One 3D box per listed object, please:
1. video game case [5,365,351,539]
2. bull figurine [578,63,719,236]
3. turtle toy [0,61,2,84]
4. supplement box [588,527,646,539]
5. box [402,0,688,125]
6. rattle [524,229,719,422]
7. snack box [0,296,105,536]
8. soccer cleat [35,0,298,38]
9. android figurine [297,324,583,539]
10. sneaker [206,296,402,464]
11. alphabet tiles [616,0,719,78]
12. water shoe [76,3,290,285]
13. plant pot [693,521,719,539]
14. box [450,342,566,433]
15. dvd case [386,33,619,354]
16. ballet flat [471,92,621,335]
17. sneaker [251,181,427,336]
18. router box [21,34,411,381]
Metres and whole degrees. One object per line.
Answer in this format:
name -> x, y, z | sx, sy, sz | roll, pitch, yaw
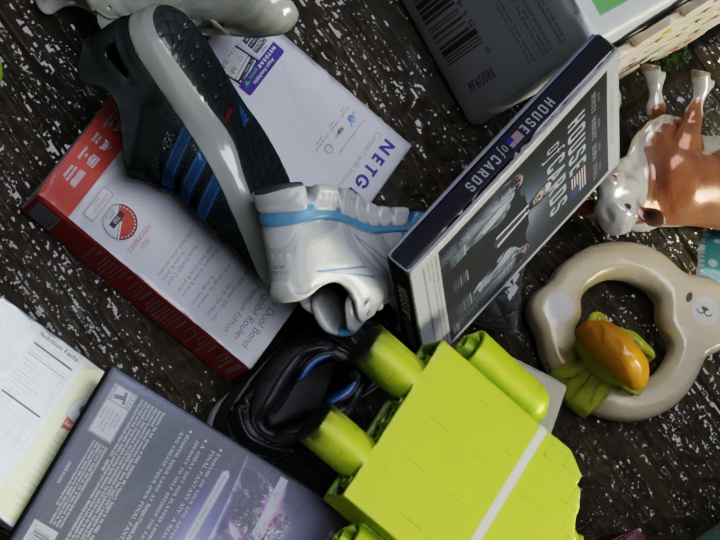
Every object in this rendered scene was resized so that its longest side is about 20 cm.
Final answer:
video game case -> -0.107, 0.172, 1.489 | 0.199, 0.019, 0.143 | 33, 80, -15
bull figurine -> 0.239, -0.076, 1.687 | 0.199, 0.065, 0.122 | 8, 92, -33
turtle toy -> -0.314, -0.151, 1.483 | 0.199, 0.101, 0.147 | 21, 71, -17
supplement box -> 0.182, 0.276, 1.581 | 0.061, 0.109, 0.201 | -24, 87, -24
box -> 0.129, -0.241, 1.628 | 0.171, 0.200, 0.200 | -30, 90, -26
rattle -> 0.222, 0.017, 1.645 | 0.199, 0.143, 0.131 | -17, 66, -18
snack box -> -0.181, 0.122, 1.509 | 0.200, 0.037, 0.117 | 37, 69, -10
soccer cleat -> -0.123, -0.172, 1.534 | 0.078, 0.199, 0.069 | -56, 141, -18
android figurine -> 0.058, 0.130, 1.494 | 0.200, 0.041, 0.183 | 40, 66, -17
sneaker -> -0.006, 0.054, 1.554 | 0.073, 0.112, 0.200 | 48, 66, -7
alphabet tiles -> 0.227, -0.174, 1.647 | 0.015, 0.199, 0.195 | 60, 26, 4
water shoe -> -0.106, -0.074, 1.520 | 0.201, 0.078, 0.072 | 63, 25, -20
plant pot -> 0.313, 0.224, 1.611 | 0.187, 0.200, 0.202 | -17, 84, -9
box -> 0.055, 0.155, 1.567 | 0.077, 0.095, 0.201 | 26, 68, -15
dvd case -> 0.095, -0.042, 1.532 | 0.025, 0.151, 0.200 | 38, 74, 21
ballet flat -> 0.128, -0.043, 1.654 | 0.057, 0.067, 0.201 | 30, 76, 8
sneaker -> 0.000, 0.000, 1.523 | 0.199, 0.075, 0.087 | 9, 79, -51
router box -> -0.092, -0.062, 1.580 | 0.179, 0.049, 0.201 | 39, 67, -9
